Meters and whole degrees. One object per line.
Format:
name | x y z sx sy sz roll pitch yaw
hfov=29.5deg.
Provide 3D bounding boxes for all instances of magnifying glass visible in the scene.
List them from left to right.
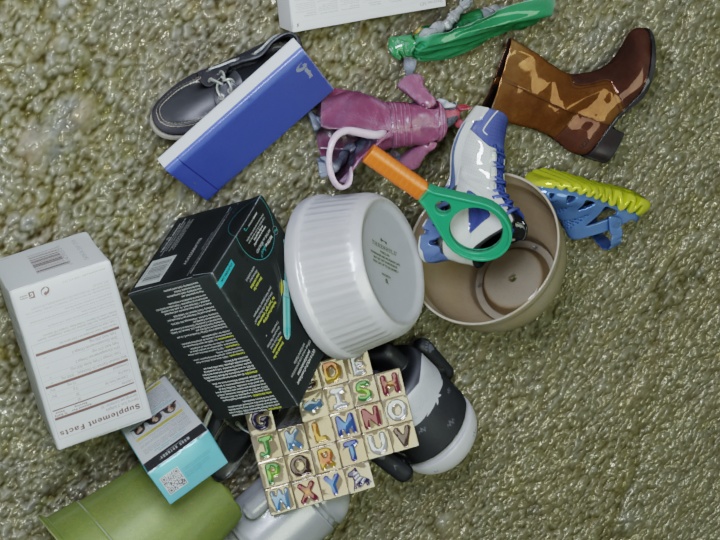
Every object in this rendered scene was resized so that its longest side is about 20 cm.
magnifying glass | 0.090 -0.080 1.584 0.199 0.022 0.080 33 125 -13

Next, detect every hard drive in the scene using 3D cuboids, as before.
hard drive | -0.127 -0.168 1.556 0.200 0.025 0.132 -41 162 3

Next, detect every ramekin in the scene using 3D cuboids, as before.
ramekin | 0.000 0.000 1.630 0.094 0.203 0.203 -13 122 28

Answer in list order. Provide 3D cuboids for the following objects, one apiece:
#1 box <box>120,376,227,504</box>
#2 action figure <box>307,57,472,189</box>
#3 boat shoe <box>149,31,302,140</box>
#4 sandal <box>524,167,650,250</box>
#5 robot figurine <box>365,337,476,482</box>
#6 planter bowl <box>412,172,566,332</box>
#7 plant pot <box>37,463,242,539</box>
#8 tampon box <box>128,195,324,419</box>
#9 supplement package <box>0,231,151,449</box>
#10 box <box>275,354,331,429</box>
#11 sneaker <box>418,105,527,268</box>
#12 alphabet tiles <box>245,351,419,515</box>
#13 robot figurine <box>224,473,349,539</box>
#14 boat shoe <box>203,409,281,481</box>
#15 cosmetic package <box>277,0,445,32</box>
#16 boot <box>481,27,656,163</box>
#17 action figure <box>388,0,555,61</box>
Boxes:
box | -0.225 0.193 1.593 0.082 0.200 0.049 -35 114 -10
action figure | 0.040 -0.180 1.631 0.199 0.149 0.135 -9 105 -7
boat shoe | -0.151 -0.216 1.553 0.199 0.063 0.073 -29 74 -18
sandal | 0.295 -0.079 1.820 0.199 0.079 0.088 14 105 -27
robot figurine | 0.063 0.177 1.771 0.150 0.125 0.200 -43 120 5
planter bowl | 0.176 -0.006 1.737 0.201 0.200 0.135 -52 147 -1
plant pot | -0.249 0.310 1.638 0.190 0.200 0.201 -39 119 -17
tampon box | -0.142 0.045 1.591 0.201 0.126 0.150 60 36 -27
supplement package | -0.326 0.078 1.555 0.117 0.117 0.201 -19 115 -18
box | -0.055 0.132 1.746 0.039 0.041 0.201 31 92 -30
sneaker | 0.158 -0.088 1.658 0.080 0.115 0.201 22 88 -63
alphabet tiles | -0.035 0.193 1.676 0.199 0.008 0.168 -15 91 -6
robot figurine | -0.094 0.309 1.745 0.200 0.113 0.170 -42 153 -6
boat shoe | -0.140 0.179 1.707 0.072 0.068 0.201 28 96 -30
cosmetic package | 0.000 -0.337 1.605 0.199 0.051 0.083 -13 110 -21
boot | 0.268 -0.255 1.768 0.199 0.069 0.189 21 105 -22
action figure | 0.126 -0.295 1.661 0.199 0.118 0.055 -19 81 -14
